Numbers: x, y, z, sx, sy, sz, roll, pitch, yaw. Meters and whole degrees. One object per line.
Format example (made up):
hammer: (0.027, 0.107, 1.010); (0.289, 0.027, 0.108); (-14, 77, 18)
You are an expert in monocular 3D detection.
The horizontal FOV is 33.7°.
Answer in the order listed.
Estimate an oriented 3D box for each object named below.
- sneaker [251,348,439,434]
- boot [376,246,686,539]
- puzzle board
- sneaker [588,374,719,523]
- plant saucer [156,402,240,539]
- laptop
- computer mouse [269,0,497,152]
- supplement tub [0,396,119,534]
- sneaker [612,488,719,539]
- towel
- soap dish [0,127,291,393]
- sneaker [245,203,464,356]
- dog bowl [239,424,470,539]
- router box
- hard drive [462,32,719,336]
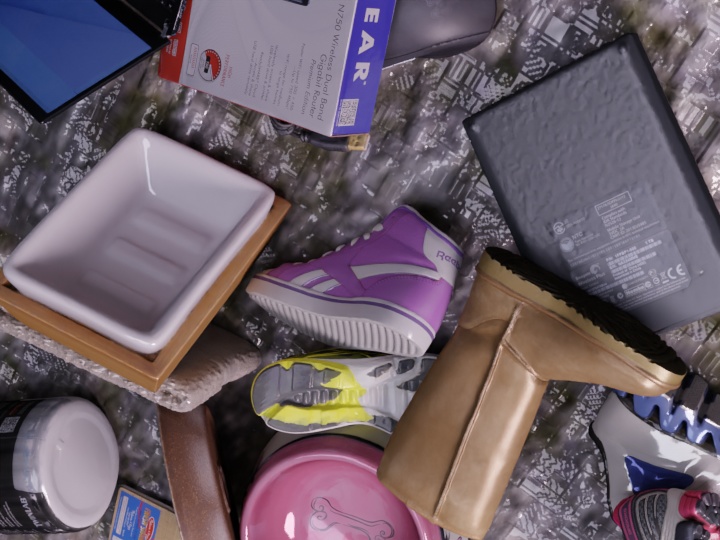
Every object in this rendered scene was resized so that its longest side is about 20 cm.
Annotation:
sneaker: (0.014, 0.091, 0.956); (0.199, 0.085, 0.075); (7, 100, -2)
boot: (0.117, 0.107, 0.851); (0.175, 0.066, 0.201); (34, 112, 31)
puzzle board: (-0.182, 0.317, 1.142); (0.150, 0.017, 0.201); (23, 113, 16)
sneaker: (0.249, 0.154, 0.878); (0.199, 0.080, 0.115); (38, 121, 15)
plant saucer: (-0.130, 0.186, 0.995); (0.036, 0.200, 0.202); (-14, 103, -5)
laptop: (-0.218, -0.240, 0.895); (0.177, 0.103, 0.201); (40, 121, 32)
computer mouse: (0.004, -0.158, 0.891); (0.199, 0.046, 0.141); (1, 105, 23)
supplement tub: (-0.336, 0.183, 1.103); (0.199, 0.122, 0.123); (-6, 104, 24)
sneaker: (0.214, 0.253, 0.819); (0.074, 0.080, 0.201); (-6, 73, 43)
towel: (-0.196, 0.056, 0.997); (0.199, 0.132, 0.035); (24, 110, 15)
soap dish: (-0.170, -0.009, 0.939); (0.157, 0.200, 0.081); (25, 143, 13)
sneaker: (0.001, 0.000, 0.941); (0.200, 0.115, 0.073); (9, 155, 43)
dog bowl: (-0.012, 0.216, 0.992); (0.199, 0.074, 0.201); (4, 102, 17)
router box: (-0.057, -0.218, 0.864); (0.179, 0.049, 0.201); (22, 110, 32)
hard drive: (0.173, -0.048, 0.847); (0.139, 0.033, 0.201); (-25, 87, 28)
